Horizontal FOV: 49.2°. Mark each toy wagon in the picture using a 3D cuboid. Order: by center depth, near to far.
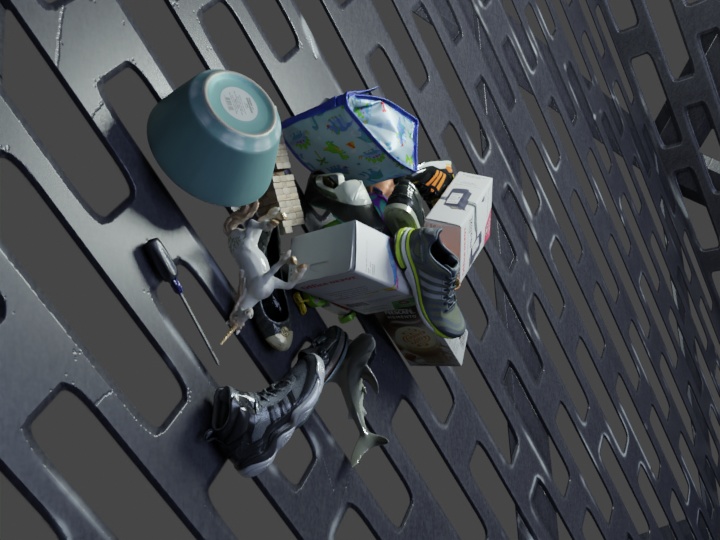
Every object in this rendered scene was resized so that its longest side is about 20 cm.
[{"bbox_3d":[-0.044,0.011,1.353,0.200,0.039,0.158,-43,114,-49],"label":"toy wagon"}]

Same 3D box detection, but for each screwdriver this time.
[{"bbox_3d":[-0.243,0.045,1.096,0.029,0.027,0.203,-89,154,-68],"label":"screwdriver"}]

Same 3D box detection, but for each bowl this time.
[{"bbox_3d":[-0.191,-0.203,1.114,0.198,0.105,0.204,20,50,-26],"label":"bowl"}]

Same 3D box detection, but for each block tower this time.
[{"bbox_3d":[-0.145,-0.157,1.259,0.057,0.053,0.205,-14,91,-52],"label":"block tower"}]

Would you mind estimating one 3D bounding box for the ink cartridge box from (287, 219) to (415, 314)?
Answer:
[{"bbox_3d":[0.000,0.000,1.263,0.198,0.143,0.086,22,63,-46],"label":"ink cartridge box"}]

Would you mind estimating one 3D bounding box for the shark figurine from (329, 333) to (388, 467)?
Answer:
[{"bbox_3d":[-0.023,0.202,1.316,0.088,0.127,0.220,-10,106,-28],"label":"shark figurine"}]

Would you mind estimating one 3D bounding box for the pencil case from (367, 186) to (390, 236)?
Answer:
[{"bbox_3d":[0.048,-0.080,1.421,0.086,0.092,0.200,-57,157,2],"label":"pencil case"}]

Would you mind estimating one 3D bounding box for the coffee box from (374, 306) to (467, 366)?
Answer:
[{"bbox_3d":[0.109,0.089,1.441,0.201,0.112,0.081,55,42,-42],"label":"coffee box"}]

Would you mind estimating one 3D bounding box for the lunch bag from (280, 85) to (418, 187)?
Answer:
[{"bbox_3d":[-0.020,-0.232,1.348,0.198,0.168,0.131,19,65,-46],"label":"lunch bag"}]

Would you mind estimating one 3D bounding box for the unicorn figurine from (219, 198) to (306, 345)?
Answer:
[{"bbox_3d":[-0.153,-0.002,1.162,0.074,0.136,0.203,32,35,-57],"label":"unicorn figurine"}]

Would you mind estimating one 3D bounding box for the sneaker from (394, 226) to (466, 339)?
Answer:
[{"bbox_3d":[0.123,0.020,1.231,0.074,0.080,0.203,-50,120,-45],"label":"sneaker"}]

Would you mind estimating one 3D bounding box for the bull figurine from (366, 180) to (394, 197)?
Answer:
[{"bbox_3d":[0.040,-0.206,1.504,0.120,0.064,0.205,22,60,-47],"label":"bull figurine"}]

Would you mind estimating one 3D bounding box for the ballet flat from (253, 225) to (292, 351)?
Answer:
[{"bbox_3d":[-0.138,0.024,1.211,0.066,0.056,0.205,-11,89,-51],"label":"ballet flat"}]

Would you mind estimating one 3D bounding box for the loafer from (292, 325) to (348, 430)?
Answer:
[{"bbox_3d":[-0.080,0.155,1.243,0.063,0.071,0.202,49,47,-23],"label":"loafer"}]

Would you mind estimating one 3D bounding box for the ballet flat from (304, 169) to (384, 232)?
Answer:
[{"bbox_3d":[-0.031,-0.119,1.288,0.067,0.199,0.070,-12,117,-37],"label":"ballet flat"}]

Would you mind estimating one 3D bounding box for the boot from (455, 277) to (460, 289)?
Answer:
[{"bbox_3d":[0.139,0.026,1.493,0.200,0.105,0.077,56,51,-72],"label":"boot"}]

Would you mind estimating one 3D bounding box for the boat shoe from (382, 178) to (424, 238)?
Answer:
[{"bbox_3d":[0.083,-0.070,1.310,0.201,0.070,0.069,71,25,-56],"label":"boat shoe"}]

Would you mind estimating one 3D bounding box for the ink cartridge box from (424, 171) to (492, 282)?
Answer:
[{"bbox_3d":[0.202,-0.088,1.624,0.201,0.083,0.147,-52,147,-45],"label":"ink cartridge box"}]

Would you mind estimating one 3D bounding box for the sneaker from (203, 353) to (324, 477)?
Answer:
[{"bbox_3d":[-0.137,0.183,1.117,0.114,0.075,0.202,45,71,-28],"label":"sneaker"}]

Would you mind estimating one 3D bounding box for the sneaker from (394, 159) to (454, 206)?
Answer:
[{"bbox_3d":[0.143,-0.176,1.627,0.199,0.069,0.092,-18,91,-55],"label":"sneaker"}]
